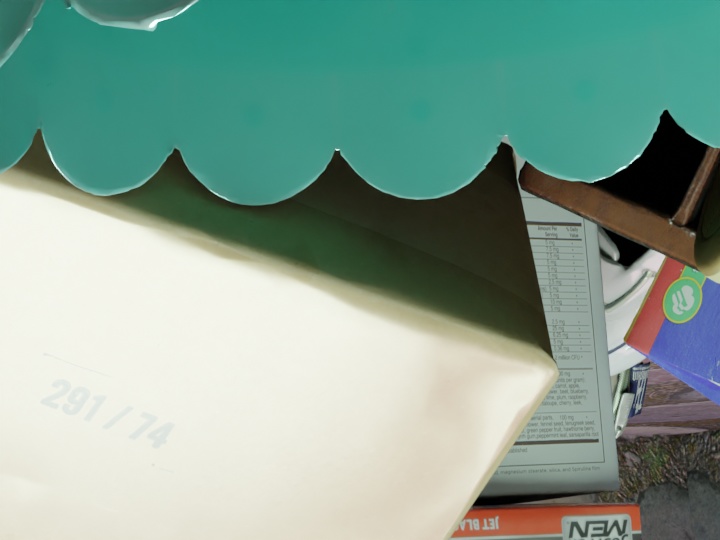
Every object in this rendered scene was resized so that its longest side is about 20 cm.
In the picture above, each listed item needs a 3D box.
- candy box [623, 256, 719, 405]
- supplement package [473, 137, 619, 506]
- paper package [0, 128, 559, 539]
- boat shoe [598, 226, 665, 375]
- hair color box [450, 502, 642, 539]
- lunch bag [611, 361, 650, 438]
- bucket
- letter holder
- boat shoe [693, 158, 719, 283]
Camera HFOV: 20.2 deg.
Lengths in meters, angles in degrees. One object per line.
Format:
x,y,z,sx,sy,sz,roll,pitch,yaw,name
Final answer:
0.225,-0.003,0.863,0.200,0.169,0.077,24,-175,-46,candy box
0.000,0.000,0.841,0.150,0.201,0.152,0,171,-25,supplement package
-0.071,0.028,0.593,0.199,0.104,0.191,18,125,-19,paper package
0.131,-0.016,0.949,0.067,0.074,0.200,23,136,-26,boat shoe
0.019,0.133,0.846,0.111,0.064,0.200,2,171,-27,hair color box
0.048,0.018,1.079,0.199,0.168,0.139,1,170,-30,lunch bag
0.006,-0.098,0.434,0.206,0.135,0.207,-4,171,-1,bucket
0.142,-0.083,0.653,0.100,0.142,0.200,25,-164,12,letter holder
0.157,-0.070,0.501,0.063,0.200,0.073,36,178,-6,boat shoe
